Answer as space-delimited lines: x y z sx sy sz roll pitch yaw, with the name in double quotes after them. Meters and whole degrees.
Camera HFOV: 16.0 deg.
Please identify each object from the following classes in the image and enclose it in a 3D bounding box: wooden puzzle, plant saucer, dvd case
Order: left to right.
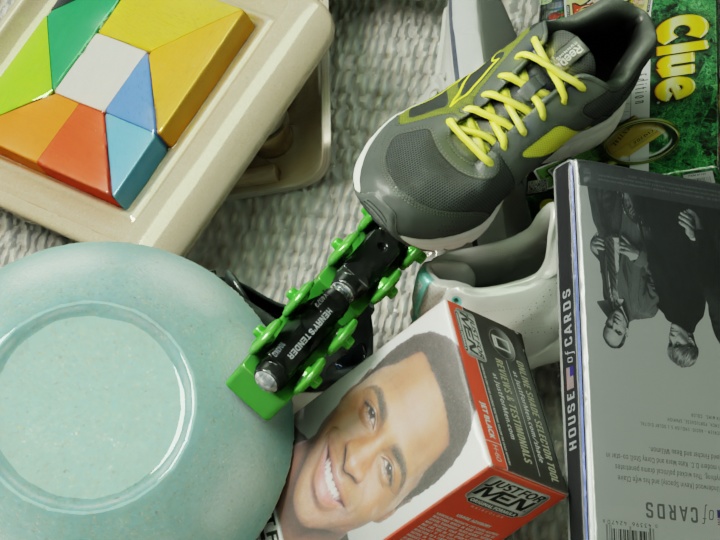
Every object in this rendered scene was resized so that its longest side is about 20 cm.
-0.132 0.072 1.261 0.200 0.039 0.202 0 69 1 "plant saucer"
-0.138 -0.106 1.453 0.200 0.037 0.185 24 72 33 "wooden puzzle"
0.166 0.052 1.261 0.150 0.025 0.201 9 70 -27 "dvd case"

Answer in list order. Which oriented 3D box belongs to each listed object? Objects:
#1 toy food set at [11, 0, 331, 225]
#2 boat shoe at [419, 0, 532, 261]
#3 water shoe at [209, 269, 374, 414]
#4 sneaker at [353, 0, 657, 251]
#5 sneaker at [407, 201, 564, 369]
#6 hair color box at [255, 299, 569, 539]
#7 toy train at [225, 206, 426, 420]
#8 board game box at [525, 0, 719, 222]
-0.112 -0.111 1.495 0.199 0.060 0.144 -8 58 10 "toy food set"
0.056 -0.072 1.415 0.065 0.072 0.201 -17 60 21 "boat shoe"
-0.089 0.034 1.342 0.199 0.079 0.072 0 23 -25 "water shoe"
0.073 -0.083 1.282 0.074 0.085 0.200 45 50 10 "sneaker"
0.047 0.034 1.317 0.200 0.088 0.075 -39 38 17 "sneaker"
0.002 0.113 1.268 0.200 0.061 0.102 -38 48 28 "hair color box"
0.000 0.000 1.288 0.042 0.056 0.200 42 52 -1 "toy train"
0.146 -0.103 1.405 0.104 0.024 0.200 -7 39 12 "board game box"
